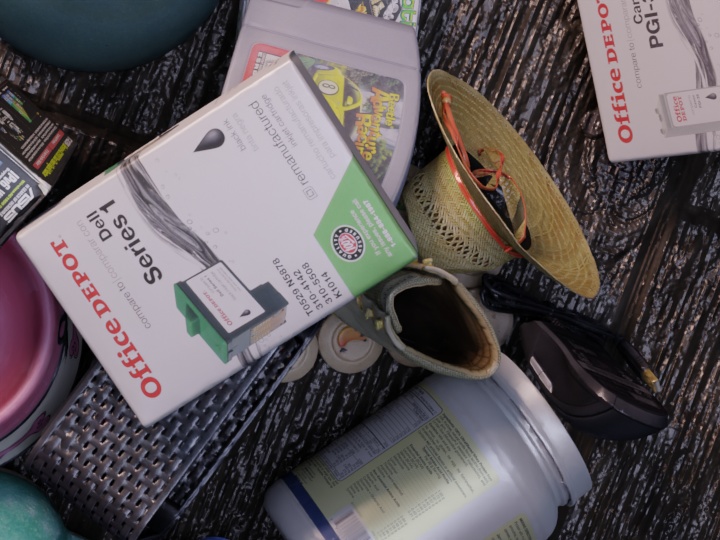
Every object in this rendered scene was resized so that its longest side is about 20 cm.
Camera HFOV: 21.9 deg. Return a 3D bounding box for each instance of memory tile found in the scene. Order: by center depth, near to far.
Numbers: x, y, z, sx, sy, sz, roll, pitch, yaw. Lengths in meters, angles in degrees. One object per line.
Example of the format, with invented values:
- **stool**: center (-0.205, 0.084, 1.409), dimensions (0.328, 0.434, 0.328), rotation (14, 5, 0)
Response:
- **memory tile**: center (0.010, -0.002, 1.356), dimensions (0.200, 0.017, 0.153), rotation (-8, 99, -13)

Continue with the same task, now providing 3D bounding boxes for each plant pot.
- **plant pot**: center (-0.170, -0.229, 1.226), dimensions (0.200, 0.135, 0.200), rotation (-2, 98, -13)

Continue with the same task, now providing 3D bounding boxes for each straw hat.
- **straw hat**: center (0.075, -0.041, 1.299), dimensions (0.085, 0.201, 0.201), rotation (-35, 104, 18)

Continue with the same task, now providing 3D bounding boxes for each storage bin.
- **storage bin**: center (-0.122, 0.080, 1.260), dimensions (0.094, 0.135, 0.200), rotation (37, 89, 6)

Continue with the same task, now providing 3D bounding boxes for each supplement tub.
- **supplement tub**: center (0.048, 0.162, 1.318), dimensions (0.200, 0.145, 0.145), rotation (-34, 103, -8)

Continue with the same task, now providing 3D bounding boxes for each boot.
- **boot**: center (0.000, 0.000, 1.265), dimensions (0.200, 0.155, 0.072), rotation (39, 87, -16)

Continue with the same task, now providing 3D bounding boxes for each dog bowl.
- **dog bowl**: center (-0.285, 0.039, 1.234), dimensions (0.200, 0.074, 0.200), rotation (1, 80, -8)

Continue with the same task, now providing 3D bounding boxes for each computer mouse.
- **computer mouse**: center (0.166, 0.079, 1.315), dimensions (0.140, 0.200, 0.046), rotation (22, 105, -34)

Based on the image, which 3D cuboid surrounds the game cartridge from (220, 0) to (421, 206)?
- **game cartridge**: center (-0.030, -0.092, 1.232), dimensions (0.133, 0.041, 0.200), rotation (15, 62, -5)

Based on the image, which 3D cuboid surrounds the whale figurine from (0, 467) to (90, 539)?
- **whale figurine**: center (-0.248, 0.234, 1.278), dimensions (0.159, 0.104, 0.200), rotation (-24, 103, -10)

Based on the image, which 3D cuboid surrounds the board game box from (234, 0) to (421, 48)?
- **board game box**: center (-0.022, -0.181, 1.314), dimensions (0.126, 0.035, 0.200), rotation (6, 95, -10)

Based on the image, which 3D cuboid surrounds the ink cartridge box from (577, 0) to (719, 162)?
- **ink cartridge box**: center (0.262, -0.159, 1.300), dimensions (0.083, 0.200, 0.147), rotation (-25, 105, -51)

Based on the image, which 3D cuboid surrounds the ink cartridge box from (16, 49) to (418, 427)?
- **ink cartridge box**: center (-0.086, -0.019, 1.133), dimensions (0.200, 0.084, 0.146), rotation (-33, 98, 5)

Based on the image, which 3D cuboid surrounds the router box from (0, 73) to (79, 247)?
- **router box**: center (-0.261, -0.095, 1.182), dimensions (0.150, 0.200, 0.062), rotation (42, 96, -10)

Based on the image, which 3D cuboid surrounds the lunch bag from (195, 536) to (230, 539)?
- **lunch bag**: center (-0.076, 0.272, 1.292), dimensions (0.200, 0.160, 0.076), rotation (44, 46, -20)
